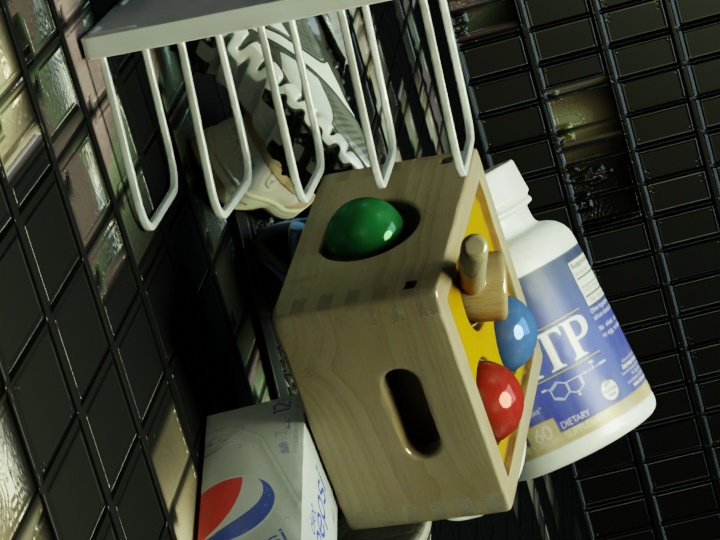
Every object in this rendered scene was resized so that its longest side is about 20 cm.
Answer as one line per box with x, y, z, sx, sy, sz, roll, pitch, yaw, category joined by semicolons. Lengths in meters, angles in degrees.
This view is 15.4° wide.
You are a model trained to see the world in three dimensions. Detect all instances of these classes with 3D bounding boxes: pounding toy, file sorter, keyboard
0.042;0.027;1.539;0.184;0.142;0.201;-72;148;-55;pounding toy
-0.041;-0.107;1.541;0.139;0.199;0.125;-72;151;-75;file sorter
-0.051;0.008;1.819;0.104;0.039;0.201;11;66;-80;keyboard

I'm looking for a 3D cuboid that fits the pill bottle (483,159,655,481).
0.110;0.032;1.841;0.201;0.119;0.120;63;9;-2;pill bottle

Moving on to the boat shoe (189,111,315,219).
-0.046;-0.079;1.776;0.074;0.069;0.200;63;17;2;boat shoe

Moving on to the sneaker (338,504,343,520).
-0.006;0.118;1.827;0.200;0.079;0.096;81;1;-63;sneaker

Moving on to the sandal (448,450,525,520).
0.066;0.063;1.775;0.059;0.079;0.208;38;42;-77;sandal

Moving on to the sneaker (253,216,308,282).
0.000;0.000;1.716;0.200;0.078;0.066;13;-93;57;sneaker

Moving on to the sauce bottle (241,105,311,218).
-0.056;-0.130;1.921;0.065;0.064;0.201;-87;161;-63;sauce bottle

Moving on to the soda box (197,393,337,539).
-0.052;0.155;1.483;0.200;0.063;0.068;-90;164;-57;soda box

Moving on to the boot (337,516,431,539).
0.020;0.253;1.735;0.200;0.073;0.151;-71;147;-60;boot

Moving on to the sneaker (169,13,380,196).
-0.037;-0.123;1.665;0.200;0.090;0.067;47;-29;10;sneaker

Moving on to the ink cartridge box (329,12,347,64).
-0.070;-0.242;1.997;0.115;0.068;0.201;-49;124;-80;ink cartridge box
